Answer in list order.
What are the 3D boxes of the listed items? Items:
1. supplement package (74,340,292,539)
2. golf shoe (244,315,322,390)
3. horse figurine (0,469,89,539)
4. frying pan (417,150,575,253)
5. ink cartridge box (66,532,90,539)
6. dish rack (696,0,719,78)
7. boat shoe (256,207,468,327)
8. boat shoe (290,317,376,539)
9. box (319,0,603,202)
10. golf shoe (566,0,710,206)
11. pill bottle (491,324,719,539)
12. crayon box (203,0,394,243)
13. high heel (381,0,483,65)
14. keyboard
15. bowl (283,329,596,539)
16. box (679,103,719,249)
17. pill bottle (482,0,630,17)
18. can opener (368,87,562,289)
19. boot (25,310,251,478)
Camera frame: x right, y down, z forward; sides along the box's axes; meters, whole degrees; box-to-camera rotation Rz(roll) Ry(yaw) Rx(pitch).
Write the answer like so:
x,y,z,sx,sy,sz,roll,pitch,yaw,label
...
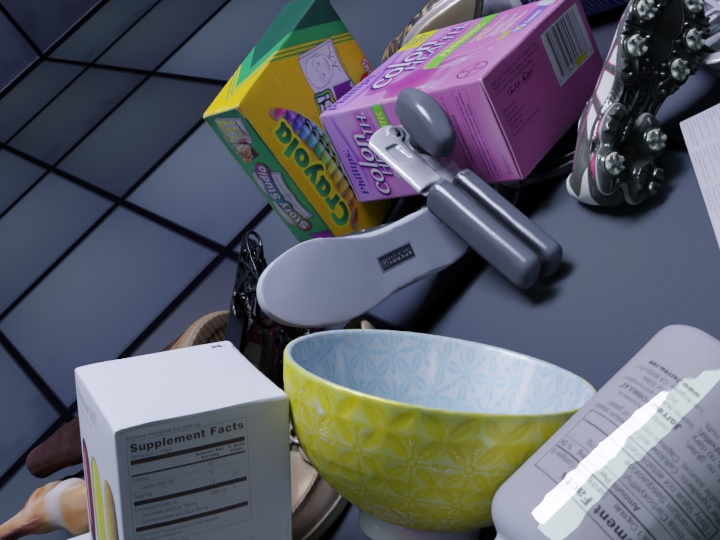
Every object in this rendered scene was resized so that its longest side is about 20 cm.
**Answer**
x,y,z,sx,sy,sz,roll,pitch,yaw,label
-0.111,0.164,0.702,0.108,0.204,0.113,-9,17,-25,supplement package
-0.089,0.094,0.932,0.091,0.073,0.202,-22,33,31,golf shoe
-0.226,0.195,0.927,0.198,0.051,0.132,-13,5,37,horse figurine
0.117,-0.060,0.961,0.188,0.031,0.116,-13,40,44,frying pan
-0.230,0.297,0.820,0.103,0.059,0.202,-22,32,30,ink cartridge box
0.349,-0.237,0.921,0.199,0.044,0.172,-35,28,9,dish rack
0.000,0.000,0.891,0.198,0.070,0.056,-19,-1,-29,boat shoe
-0.033,0.125,0.829,0.072,0.065,0.201,-3,45,47,boat shoe
0.096,-0.157,1.010,0.198,0.098,0.176,-5,30,46,box
0.213,-0.148,0.879,0.203,0.076,0.088,-68,18,-10,golf shoe
0.132,0.135,0.571,0.200,0.115,0.114,-42,29,-5,pill bottle
-0.037,-0.132,1.058,0.058,0.201,0.174,-9,40,41,crayon box
0.078,-0.269,1.196,0.201,0.071,0.144,-53,20,40,high heel
-0.091,0.048,0.886,0.201,0.039,0.105,-91,13,-56,keyboard
0.044,0.113,0.691,0.199,0.197,0.110,20,105,57,bowl
0.261,-0.046,0.757,0.041,0.039,0.201,-25,32,21,box
0.212,-0.312,1.111,0.198,0.116,0.117,-10,40,42,pill bottle
0.080,-0.066,0.878,0.052,0.067,0.200,-25,59,-31,can opener
-0.198,0.111,1.003,0.165,0.073,0.200,-21,13,33,boot
